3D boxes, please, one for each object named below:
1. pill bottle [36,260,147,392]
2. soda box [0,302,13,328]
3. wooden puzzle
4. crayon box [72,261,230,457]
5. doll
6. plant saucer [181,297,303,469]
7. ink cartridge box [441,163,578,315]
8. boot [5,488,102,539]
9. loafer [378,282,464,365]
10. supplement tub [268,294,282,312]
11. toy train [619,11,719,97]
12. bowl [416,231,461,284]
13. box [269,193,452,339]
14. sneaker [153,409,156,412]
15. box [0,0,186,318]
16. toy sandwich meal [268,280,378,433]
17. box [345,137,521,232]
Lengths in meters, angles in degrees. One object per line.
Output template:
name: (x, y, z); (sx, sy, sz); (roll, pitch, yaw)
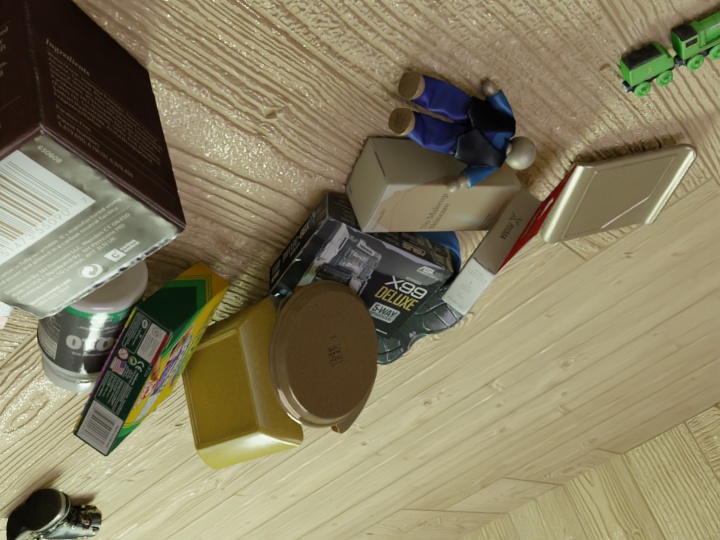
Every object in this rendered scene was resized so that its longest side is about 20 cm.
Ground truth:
pill bottle: (-0.329, 0.056, 0.906); (0.112, 0.114, 0.201); (-2, 144, -29)
soda box: (-0.382, -0.023, 0.794); (0.063, 0.071, 0.200); (9, 136, -41)
wooden puzzle: (0.390, -0.120, 1.155); (0.198, 0.038, 0.186); (-9, 147, -12)
crayon box: (-0.257, 0.106, 0.940); (0.201, 0.058, 0.173); (-58, 178, 22)
doll: (0.125, -0.158, 0.872); (0.198, 0.048, 0.138); (13, 95, -32)
plant saucer: (-0.180, 0.161, 1.027); (0.199, 0.202, 0.048); (-24, 165, 37)
ink cartridge box: (0.203, -0.054, 1.017); (0.200, 0.045, 0.177); (-49, 174, -45)
boot: (-0.562, 0.469, 1.424); (0.199, 0.074, 0.150); (-37, 144, 30)
loafer: (0.091, 0.072, 1.174); (0.199, 0.063, 0.072); (-35, 104, 19)
supplement tub: (-0.119, 0.129, 1.114); (0.139, 0.141, 0.200); (2, 141, -33)
toy train: (0.412, -0.280, 0.919); (0.198, 0.042, 0.057); (-27, 138, 8)
bowl: (0.062, 0.005, 1.135); (0.198, 0.040, 0.201); (-16, 148, -10)
box: (0.000, 0.000, 1.012); (0.198, 0.050, 0.158); (23, 130, -25)
sneaker: (-0.332, 0.176, 1.108); (0.076, 0.089, 0.200); (13, 134, -43)
box: (-0.270, -0.103, 0.617); (0.165, 0.201, 0.164); (-29, 148, 13)
toy sandwich meal: (-0.052, 0.110, 0.973); (0.204, 0.208, 0.070); (13, 170, -43)
box: (0.091, -0.106, 0.947); (0.198, 0.078, 0.095); (-4, 145, -27)
